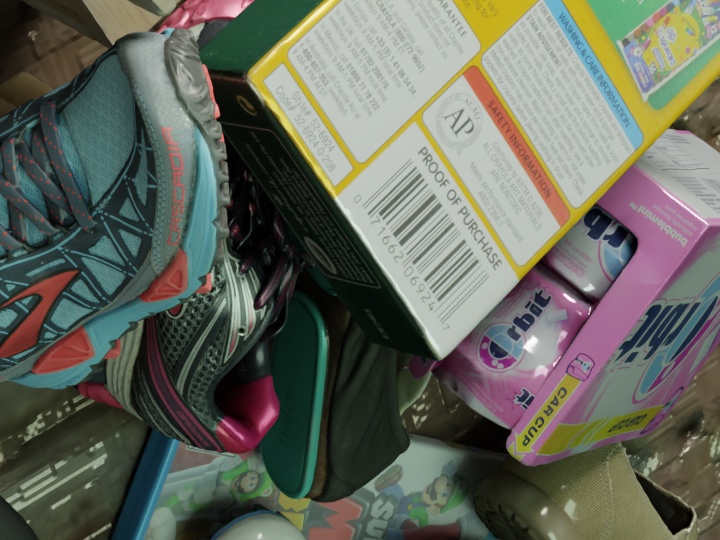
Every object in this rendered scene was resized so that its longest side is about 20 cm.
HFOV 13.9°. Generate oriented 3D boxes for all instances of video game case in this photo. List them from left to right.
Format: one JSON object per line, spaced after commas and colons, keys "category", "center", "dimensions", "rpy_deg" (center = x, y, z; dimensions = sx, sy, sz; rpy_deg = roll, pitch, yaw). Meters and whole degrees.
{"category": "video game case", "center": [-0.022, 0.131, 1.228], "dimensions": [0.199, 0.018, 0.144], "rpy_deg": [15, 100, -40]}

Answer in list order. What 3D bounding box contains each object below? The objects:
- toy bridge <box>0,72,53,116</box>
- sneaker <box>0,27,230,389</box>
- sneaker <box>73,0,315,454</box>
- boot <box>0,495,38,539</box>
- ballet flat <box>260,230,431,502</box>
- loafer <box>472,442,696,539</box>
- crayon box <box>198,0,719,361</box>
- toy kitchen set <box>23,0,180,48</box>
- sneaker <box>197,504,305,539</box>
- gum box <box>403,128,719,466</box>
{"category": "toy bridge", "center": [-0.180, 0.004, 1.047], "dimensions": [0.200, 0.027, 0.067], "rpy_deg": [-32, 128, -22]}
{"category": "sneaker", "center": [-0.110, -0.011, 0.969], "dimensions": [0.095, 0.080, 0.200], "rpy_deg": [-3, 153, -30]}
{"category": "sneaker", "center": [-0.051, -0.021, 1.065], "dimensions": [0.081, 0.074, 0.201], "rpy_deg": [-43, 153, -42]}
{"category": "boot", "center": [-0.213, 0.097, 1.048], "dimensions": [0.200, 0.072, 0.145], "rpy_deg": [31, 61, -23]}
{"category": "ballet flat", "center": [0.000, 0.000, 1.125], "dimensions": [0.068, 0.068, 0.201], "rpy_deg": [-16, 134, -25]}
{"category": "loafer", "center": [0.119, 0.127, 1.284], "dimensions": [0.068, 0.076, 0.200], "rpy_deg": [-50, 143, -8]}
{"category": "crayon box", "center": [0.050, -0.083, 1.018], "dimensions": [0.200, 0.051, 0.126], "rpy_deg": [-44, 116, -19]}
{"category": "toy kitchen set", "center": [-0.066, -0.193, 0.956], "dimensions": [0.180, 0.163, 0.200], "rpy_deg": [-44, 130, -13]}
{"category": "sneaker", "center": [-0.037, 0.190, 1.185], "dimensions": [0.072, 0.072, 0.201], "rpy_deg": [-11, 115, -31]}
{"category": "gum box", "center": [0.099, 0.007, 1.158], "dimensions": [0.114, 0.066, 0.200], "rpy_deg": [-55, 165, 12]}
